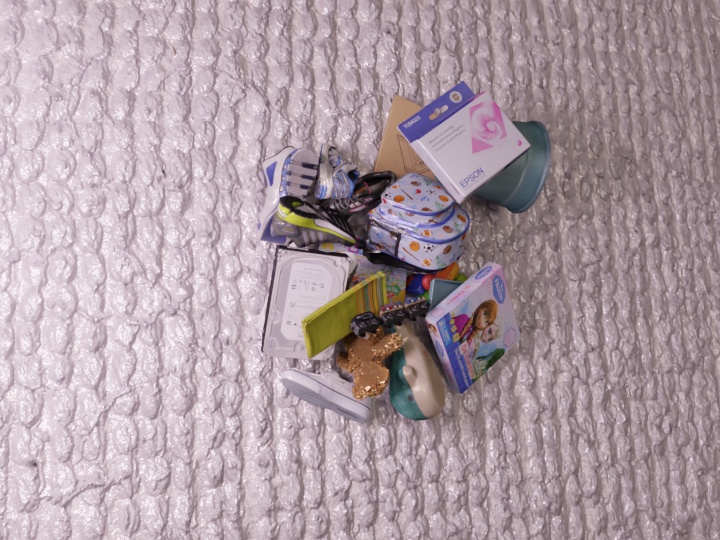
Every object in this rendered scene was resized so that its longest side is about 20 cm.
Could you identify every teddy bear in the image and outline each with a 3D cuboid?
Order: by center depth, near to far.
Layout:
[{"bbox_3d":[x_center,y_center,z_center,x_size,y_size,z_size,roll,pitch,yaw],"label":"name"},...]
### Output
[{"bbox_3d":[0.014,0.155,1.305,0.144,0.201,0.067,-38,140,2],"label":"teddy bear"}]

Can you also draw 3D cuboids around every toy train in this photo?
[{"bbox_3d":[0.058,0.085,1.281,0.198,0.046,0.035,-13,129,-39],"label":"toy train"},{"bbox_3d":[0.192,-0.005,1.439,0.116,0.084,0.201,42,69,-20],"label":"toy train"}]

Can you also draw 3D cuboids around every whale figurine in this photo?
[{"bbox_3d":[0.094,0.202,1.347,0.102,0.159,0.203,-24,83,18],"label":"whale figurine"}]

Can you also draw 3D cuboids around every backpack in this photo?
[{"bbox_3d":[0.122,-0.093,1.339,0.189,0.156,0.200,30,47,17],"label":"backpack"}]

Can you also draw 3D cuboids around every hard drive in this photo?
[{"bbox_3d":[-0.101,0.062,1.228,0.137,0.038,0.204,7,104,-19],"label":"hard drive"}]

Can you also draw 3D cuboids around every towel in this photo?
[{"bbox_3d":[-0.024,0.081,1.236,0.199,0.018,0.087,-31,126,-33],"label":"towel"}]

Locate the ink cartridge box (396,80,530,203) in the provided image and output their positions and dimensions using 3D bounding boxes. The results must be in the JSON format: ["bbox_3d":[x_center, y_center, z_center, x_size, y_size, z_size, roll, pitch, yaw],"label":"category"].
[{"bbox_3d":[0.204,-0.264,1.322,0.195,0.043,0.201,-37,84,-20],"label":"ink cartridge box"}]

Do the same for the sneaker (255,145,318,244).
[{"bbox_3d":[-0.155,-0.159,1.334,0.080,0.115,0.202,13,107,-35],"label":"sneaker"}]

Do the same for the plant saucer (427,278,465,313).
[{"bbox_3d":[0.213,0.060,1.409,0.198,0.019,0.071,8,90,-38],"label":"plant saucer"}]

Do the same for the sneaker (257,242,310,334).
[{"bbox_3d":[-0.136,0.031,1.292,0.077,0.099,0.203,18,74,-6],"label":"sneaker"}]

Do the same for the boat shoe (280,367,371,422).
[{"bbox_3d":[-0.064,0.229,1.312,0.198,0.073,0.068,33,56,-22],"label":"boat shoe"}]

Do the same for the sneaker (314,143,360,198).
[{"bbox_3d":[-0.046,-0.189,1.334,0.084,0.201,0.078,9,121,-8],"label":"sneaker"}]

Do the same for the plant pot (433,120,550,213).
[{"bbox_3d":[0.271,-0.240,1.443,0.193,0.200,0.204,9,77,-18],"label":"plant pot"}]

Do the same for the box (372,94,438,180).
[{"bbox_3d":[0.121,-0.265,1.486,0.161,0.021,0.203,21,73,-17],"label":"box"}]

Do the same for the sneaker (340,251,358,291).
[{"bbox_3d":[-0.059,0.056,1.314,0.082,0.077,0.202,29,96,-47],"label":"sneaker"}]

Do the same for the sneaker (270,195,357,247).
[{"bbox_3d":[-0.092,-0.081,1.308,0.198,0.081,0.075,19,34,-36],"label":"sneaker"}]

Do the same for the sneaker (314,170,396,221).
[{"bbox_3d":[-0.011,-0.156,1.373,0.198,0.086,0.081,-34,90,-10],"label":"sneaker"}]

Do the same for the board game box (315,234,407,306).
[{"bbox_3d":[0.000,0.000,1.386,0.197,0.034,0.137,11,77,-18],"label":"board game box"}]

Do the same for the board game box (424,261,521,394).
[{"bbox_3d":[0.240,0.120,1.404,0.199,0.041,0.202,-38,124,-22],"label":"board game box"}]
